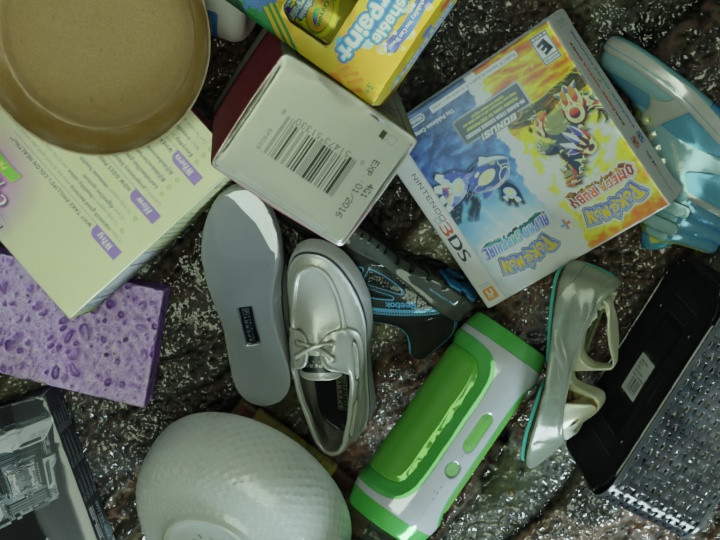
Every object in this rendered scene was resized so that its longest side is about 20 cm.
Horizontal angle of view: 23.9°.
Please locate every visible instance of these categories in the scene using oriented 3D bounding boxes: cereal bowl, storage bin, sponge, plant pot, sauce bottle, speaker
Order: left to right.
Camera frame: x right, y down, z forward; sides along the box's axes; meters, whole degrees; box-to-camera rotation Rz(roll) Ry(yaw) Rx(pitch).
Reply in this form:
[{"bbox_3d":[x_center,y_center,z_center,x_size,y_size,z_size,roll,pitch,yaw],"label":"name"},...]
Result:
[{"bbox_3d":[-0.278,0.047,1.540,0.200,0.030,0.112,13,100,4],"label":"sponge"},{"bbox_3d":[-0.216,-0.192,1.371,0.200,0.027,0.200,3,109,8],"label":"plant pot"},{"bbox_3d":[-0.113,0.226,1.485,0.200,0.083,0.200,14,129,18],"label":"cereal bowl"},{"bbox_3d":[-0.043,0.195,1.524,0.200,0.066,0.066,35,102,0],"label":"sauce bottle"},{"bbox_3d":[0.075,0.138,1.474,0.088,0.088,0.200,35,89,-1],"label":"speaker"},{"bbox_3d":[0.271,0.104,1.426,0.094,0.135,0.200,28,103,-15],"label":"storage bin"}]

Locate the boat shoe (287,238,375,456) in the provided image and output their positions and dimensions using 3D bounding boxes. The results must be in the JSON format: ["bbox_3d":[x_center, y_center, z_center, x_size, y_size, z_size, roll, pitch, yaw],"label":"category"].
[{"bbox_3d":[-0.031,0.070,1.466,0.072,0.066,0.200,7,124,17],"label":"boat shoe"}]

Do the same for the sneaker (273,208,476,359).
[{"bbox_3d":[0.000,0.000,1.480,0.200,0.073,0.082,35,107,1],"label":"sneaker"}]

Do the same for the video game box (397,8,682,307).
[{"bbox_3d":[0.137,-0.089,1.426,0.200,0.047,0.182,-32,97,33],"label":"video game box"}]

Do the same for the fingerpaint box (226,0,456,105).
[{"bbox_3d":[0.004,-0.253,1.284,0.167,0.073,0.200,37,102,5],"label":"fingerpaint box"}]

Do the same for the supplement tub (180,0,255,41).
[{"bbox_3d":[-0.173,-0.279,1.417,0.200,0.132,0.132,18,102,2],"label":"supplement tub"}]

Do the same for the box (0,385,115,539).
[{"bbox_3d":[-0.323,0.222,1.567,0.158,0.050,0.200,-17,98,9],"label":"box"}]

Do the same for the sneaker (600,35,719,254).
[{"bbox_3d":[0.252,-0.094,1.432,0.200,0.080,0.131,42,101,-2],"label":"sneaker"}]

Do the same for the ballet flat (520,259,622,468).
[{"bbox_3d":[0.181,0.088,1.435,0.064,0.067,0.200,16,116,17],"label":"ballet flat"}]

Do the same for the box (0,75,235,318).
[{"bbox_3d":[-0.225,-0.091,1.460,0.200,0.097,0.176,-42,89,5],"label":"box"}]

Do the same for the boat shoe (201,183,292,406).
[{"bbox_3d":[-0.090,0.015,1.492,0.071,0.070,0.200,-7,108,11],"label":"boat shoe"}]

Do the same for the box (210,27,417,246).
[{"bbox_3d":[-0.043,-0.121,1.387,0.128,0.200,0.109,32,103,-13],"label":"box"}]
